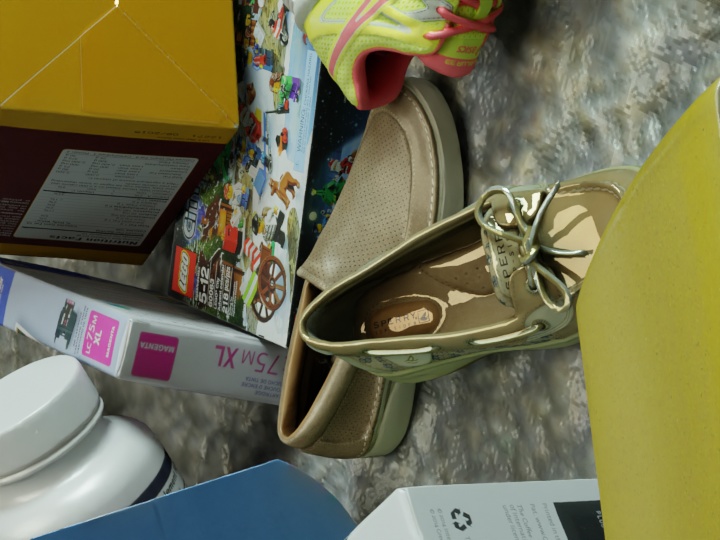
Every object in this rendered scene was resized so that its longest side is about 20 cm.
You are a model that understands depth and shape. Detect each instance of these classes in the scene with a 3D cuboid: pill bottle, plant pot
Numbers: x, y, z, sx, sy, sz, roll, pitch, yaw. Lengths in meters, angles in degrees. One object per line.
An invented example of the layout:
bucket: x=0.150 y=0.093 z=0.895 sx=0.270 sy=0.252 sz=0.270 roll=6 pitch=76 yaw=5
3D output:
pill bottle: x=-0.139 y=0.150 z=1.326 sx=0.111 sy=0.111 sz=0.200 roll=1 pitch=125 yaw=56
plant pot: x=0.181 y=0.049 z=0.871 sx=0.176 sy=0.199 sz=0.201 roll=151 pitch=116 yaw=-64

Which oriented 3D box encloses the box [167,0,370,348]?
box: x=-0.049 y=-0.069 z=1.344 sx=0.136 sy=0.038 sz=0.201 roll=19 pitch=105 yaw=55

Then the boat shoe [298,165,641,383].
boat shoe: x=0.058 y=0.006 z=1.137 sx=0.200 sy=0.063 sz=0.074 roll=-29 pitch=65 yaw=38

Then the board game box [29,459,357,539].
board game box: x=-0.090 y=0.181 z=1.270 sx=0.039 sy=0.199 sz=0.159 roll=-130 pitch=24 yaw=-68

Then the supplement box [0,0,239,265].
supplement box: x=-0.164 y=-0.132 z=1.384 sx=0.200 sy=0.132 sz=0.198 roll=133 pitch=137 yaw=-60

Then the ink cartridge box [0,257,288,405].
ink cartridge box: x=-0.130 y=0.033 z=1.386 sx=0.200 sy=0.119 sz=0.042 roll=21 pitch=98 yaw=55

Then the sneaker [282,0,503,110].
sneaker: x=0.047 y=-0.142 z=1.172 sx=0.200 sy=0.078 sz=0.091 roll=-33 pitch=73 yaw=46

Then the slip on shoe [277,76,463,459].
slip on shoe: x=0.000 y=0.000 z=1.247 sx=0.076 sy=0.060 sz=0.201 roll=34 pitch=117 yaw=52

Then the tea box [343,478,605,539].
tea box: x=0.053 y=0.226 z=1.094 sx=0.197 sy=0.133 sz=0.201 roll=-50 pitch=49 yaw=44
